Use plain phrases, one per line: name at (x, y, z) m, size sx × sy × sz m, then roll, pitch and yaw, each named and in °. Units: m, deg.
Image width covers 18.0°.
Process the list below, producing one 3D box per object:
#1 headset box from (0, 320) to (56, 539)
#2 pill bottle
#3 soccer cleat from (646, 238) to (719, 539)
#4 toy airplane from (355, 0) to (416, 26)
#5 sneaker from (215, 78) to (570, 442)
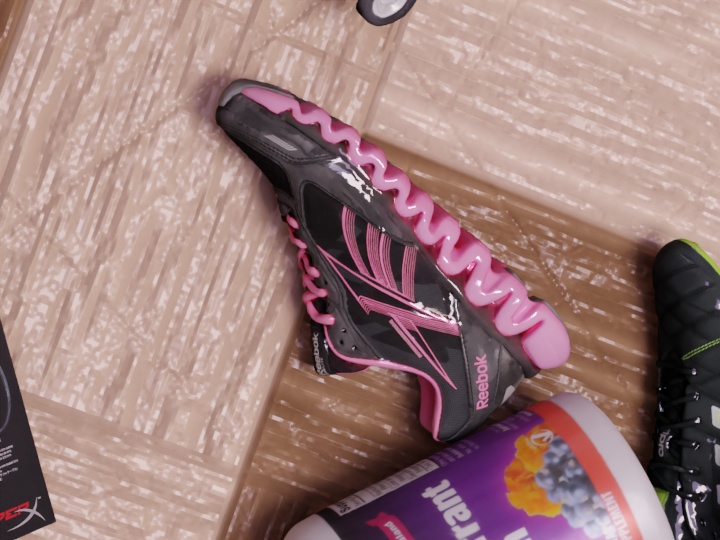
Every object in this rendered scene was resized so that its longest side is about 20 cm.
headset box at (-0.225, 0.032, 0.929) m, size 0.148 × 0.075 × 0.202 m, roll -21°, pitch 99°, yaw -41°
pill bottle at (0.032, 0.144, 1.013) m, size 0.199 × 0.111 × 0.112 m, roll -26°, pitch 99°, yaw -13°
soccer cleat at (0.165, 0.086, 1.072) m, size 0.081 × 0.067 × 0.201 m, roll -21°, pitch 101°, yaw -14°
toy airplane at (0.014, -0.211, 0.949) m, size 0.141 × 0.199 × 0.201 m, roll -37°, pitch 100°, yaw -1°
sneaker at (0.000, 0.000, 1.025) m, size 0.200 × 0.079 × 0.095 m, roll 43°, pitch 93°, yaw -12°
